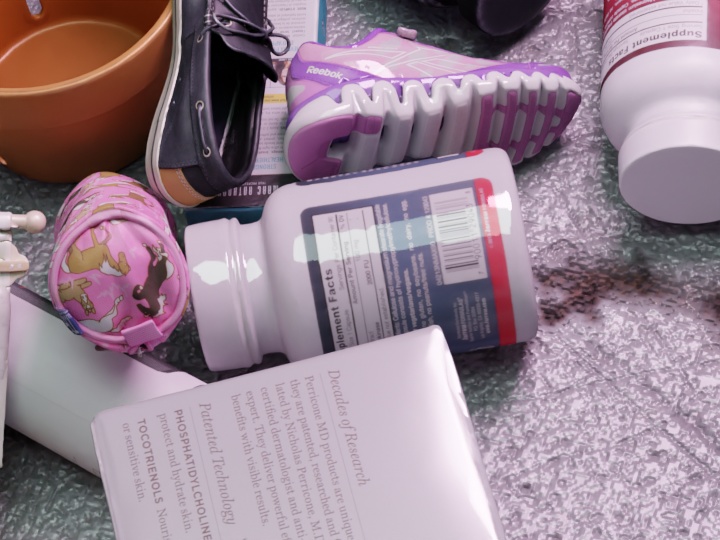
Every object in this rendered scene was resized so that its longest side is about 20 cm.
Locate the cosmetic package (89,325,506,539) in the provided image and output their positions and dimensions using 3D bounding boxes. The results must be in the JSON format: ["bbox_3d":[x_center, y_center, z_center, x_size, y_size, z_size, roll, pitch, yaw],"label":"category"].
[{"bbox_3d":[-0.025,0.162,1.451,0.200,0.167,0.167,-14,55,-3],"label":"cosmetic package"}]

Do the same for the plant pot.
[{"bbox_3d":[-0.196,-0.150,1.701,0.200,0.140,0.200,-4,55,6],"label":"plant pot"}]

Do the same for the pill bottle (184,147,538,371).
[{"bbox_3d":[0.000,0.000,1.586,0.200,0.120,0.120,-10,55,1],"label":"pill bottle"}]

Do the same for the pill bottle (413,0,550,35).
[{"bbox_3d":[0.042,-0.245,1.750,0.112,0.112,0.200,-38,60,-18],"label":"pill bottle"}]

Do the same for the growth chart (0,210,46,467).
[{"bbox_3d":[-0.268,0.056,1.537,0.144,0.018,0.200,8,92,-9],"label":"growth chart"}]

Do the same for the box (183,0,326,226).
[{"bbox_3d":[-0.066,-0.108,1.709,0.082,0.049,0.200,-2,56,6],"label":"box"}]

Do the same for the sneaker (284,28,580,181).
[{"bbox_3d":[0.040,-0.114,1.651,0.200,0.081,0.089,-6,50,-20],"label":"sneaker"}]

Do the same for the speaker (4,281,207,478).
[{"bbox_3d":[-0.188,0.063,1.593,0.200,0.081,0.081,26,63,23],"label":"speaker"}]

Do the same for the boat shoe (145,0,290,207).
[{"bbox_3d":[-0.080,-0.135,1.608,0.062,0.075,0.200,-3,68,38],"label":"boat shoe"}]

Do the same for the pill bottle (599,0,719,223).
[{"bbox_3d":[0.207,-0.134,1.654,0.113,0.113,0.200,0,57,8],"label":"pill bottle"}]

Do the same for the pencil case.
[{"bbox_3d":[-0.144,-0.007,1.569,0.083,0.200,0.087,28,95,-10],"label":"pencil case"}]
